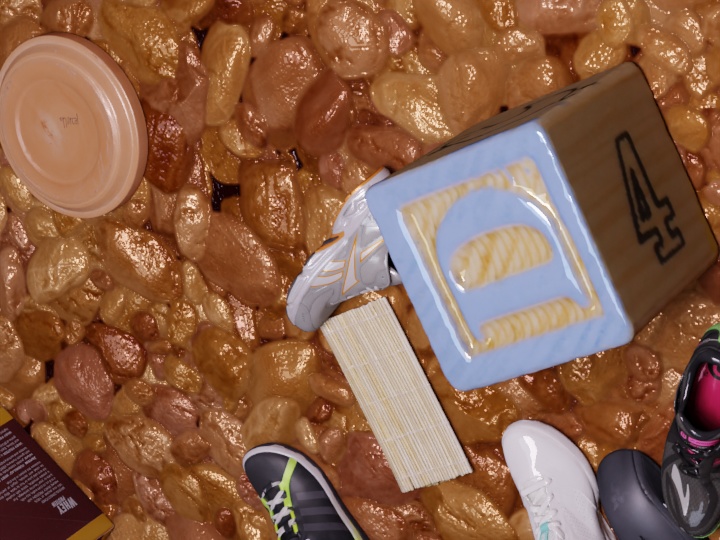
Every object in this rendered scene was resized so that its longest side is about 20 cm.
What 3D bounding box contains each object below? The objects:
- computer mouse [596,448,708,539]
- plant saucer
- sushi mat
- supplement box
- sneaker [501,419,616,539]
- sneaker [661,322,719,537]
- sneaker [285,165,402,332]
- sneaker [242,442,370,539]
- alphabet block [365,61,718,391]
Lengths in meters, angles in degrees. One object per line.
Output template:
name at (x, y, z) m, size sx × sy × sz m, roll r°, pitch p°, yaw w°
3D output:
computer mouse at (0.303, 0.248, 1.641) m, size 0.140 × 0.046 × 0.201 m, roll -30°, pitch 92°, yaw 39°
plant saucer at (-0.313, -0.151, 1.890) m, size 0.199 × 0.032 × 0.202 m, roll 13°, pitch 116°, yaw 28°
sushi mat at (0.034, 0.127, 1.789) m, size 0.095 × 0.012 × 0.201 m, roll -24°, pitch 95°, yaw 37°
supplement box at (-0.434, 0.304, 2.054) m, size 0.200 × 0.197 × 0.133 m, roll 44°, pitch 127°, yaw 9°
sneaker at (0.187, 0.239, 1.687) m, size 0.075 × 0.088 × 0.201 m, roll -28°, pitch 92°, yaw 39°
sneaker at (0.298, 0.144, 1.571) m, size 0.076 × 0.084 × 0.201 m, roll 15°, pitch 112°, yaw 28°
sneaker at (0.000, 0.000, 1.723) m, size 0.092 × 0.076 × 0.200 m, roll 39°, pitch 127°, yaw 9°
sneaker at (-0.058, 0.266, 1.863) m, size 0.200 × 0.083 × 0.072 m, roll 46°, pitch 127°, yaw 9°
alphabet block at (0.158, -0.038, 1.521) m, size 0.195 × 0.200 × 0.197 m, roll -18°, pitch 99°, yaw 36°
